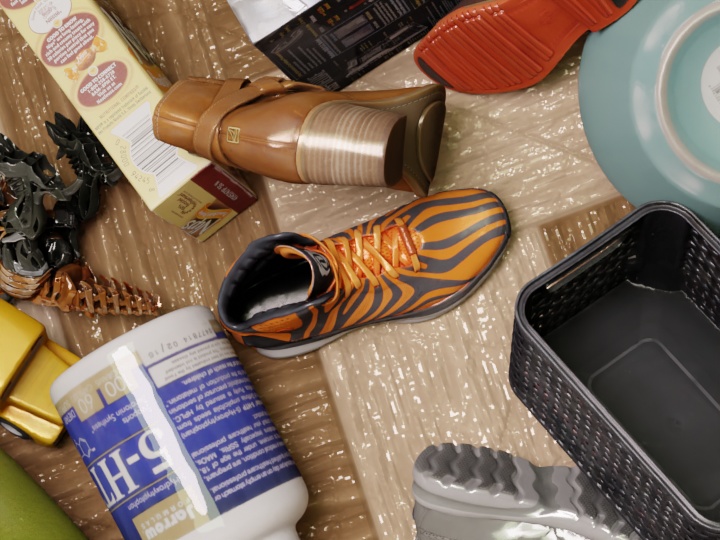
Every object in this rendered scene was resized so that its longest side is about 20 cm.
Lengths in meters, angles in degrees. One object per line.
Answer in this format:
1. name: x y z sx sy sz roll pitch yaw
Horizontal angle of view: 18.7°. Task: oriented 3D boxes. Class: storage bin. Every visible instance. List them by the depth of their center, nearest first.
1. storage bin: 0.197 0.074 1.330 0.135 0.094 0.200 -33 66 -17

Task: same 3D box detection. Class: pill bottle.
1. pill bottle: -0.103 0.135 1.400 0.120 0.120 0.200 -30 83 6

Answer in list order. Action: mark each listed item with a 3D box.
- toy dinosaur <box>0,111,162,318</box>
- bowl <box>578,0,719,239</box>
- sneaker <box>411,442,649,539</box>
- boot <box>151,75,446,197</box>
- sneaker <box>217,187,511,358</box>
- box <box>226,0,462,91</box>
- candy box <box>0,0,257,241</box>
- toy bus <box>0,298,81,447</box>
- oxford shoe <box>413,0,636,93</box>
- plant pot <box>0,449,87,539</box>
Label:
1. toy dinosaur: -0.218 -0.027 1.483 0.200 0.102 0.136 20 116 2
2. bowl: 0.236 -0.111 1.350 0.201 0.105 0.201 1 98 4
3. sneaker: 0.127 0.169 1.385 0.200 0.075 0.082 16 120 9
4. boot: -0.032 -0.094 1.388 0.155 0.200 0.074 10 95 15
5. sneaker: 0.000 0.000 1.408 0.200 0.112 0.078 -27 76 7
6. box: 0.007 -0.183 1.394 0.158 0.200 0.050 -32 79 6
7. candy box: -0.159 -0.119 1.462 0.055 0.115 0.200 -38 75 3
8. toy bus: -0.274 0.039 1.458 0.200 0.078 0.065 31 73 3
9. oxford shoe: 0.114 -0.175 1.412 0.200 0.071 0.073 -24 34 44
10. plant pot: -0.264 0.196 1.396 0.200 0.200 0.193 -37 64 4
